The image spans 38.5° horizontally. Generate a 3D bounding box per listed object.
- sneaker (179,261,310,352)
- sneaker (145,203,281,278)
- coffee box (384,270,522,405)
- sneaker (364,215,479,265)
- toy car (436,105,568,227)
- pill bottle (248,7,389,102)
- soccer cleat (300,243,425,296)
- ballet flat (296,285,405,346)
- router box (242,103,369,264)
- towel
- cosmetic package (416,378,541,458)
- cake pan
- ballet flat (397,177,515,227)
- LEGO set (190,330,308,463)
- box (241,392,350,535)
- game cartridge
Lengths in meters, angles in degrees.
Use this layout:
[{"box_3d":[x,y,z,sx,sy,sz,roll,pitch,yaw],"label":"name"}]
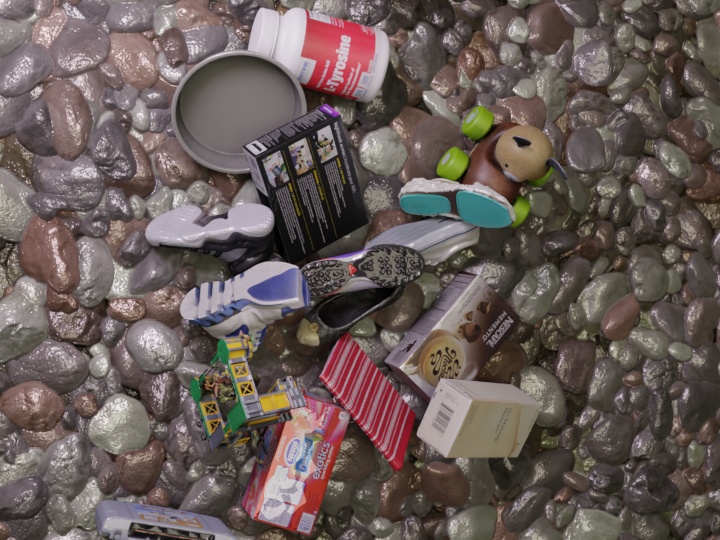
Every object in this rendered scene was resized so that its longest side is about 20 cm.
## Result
[{"box_3d":[-0.157,0.060,1.544,0.197,0.081,0.115,-13,140,19],"label":"sneaker"},{"box_3d":[-0.216,-0.034,1.541,0.198,0.076,0.114,-4,134,10],"label":"sneaker"},{"box_3d":[0.150,0.113,1.669,0.113,0.080,0.200,44,80,-15],"label":"coffee box"},{"box_3d":[0.105,-0.038,1.653,0.198,0.073,0.071,-18,121,-7],"label":"sneaker"},{"box_3d":[0.245,-0.166,1.623,0.164,0.200,0.159,34,82,-16],"label":"toy car"},{"box_3d":[-0.065,-0.330,1.560,0.198,0.112,0.114,11,89,-18],"label":"pill bottle"},{"box_3d":[0.000,0.000,1.598,0.198,0.073,0.069,-11,92,-5],"label":"soccer cleat"},{"box_3d":[-0.017,0.053,1.616,0.199,0.057,0.067,-31,72,-18],"label":"ballet flat"},{"box_3d":[-0.079,-0.126,1.552,0.148,0.051,0.201,-29,128,-17],"label":"router box"},{"box_3d":[0.014,0.202,1.610,0.022,0.145,0.201,-32,106,25],"label":"towel"},{"box_3d":[0.190,0.236,1.637,0.199,0.073,0.104,10,107,-46],"label":"cosmetic package"},{"box_3d":[-0.179,-0.237,1.519,0.198,0.037,0.202,-6,128,-8],"label":"cake pan"},{"box_3d":[0.155,-0.117,1.617,0.198,0.072,0.073,11,89,25],"label":"ballet flat"},{"box_3d":[-0.159,0.179,1.516,0.115,0.201,0.155,-7,56,-33],"label":"LEGO set"},{"box_3d":[-0.100,0.289,1.587,0.099,0.095,0.202,20,86,-18],"label":"box"},{"box_3d":[-0.286,0.376,1.511,0.198,0.133,0.042,14,89,-19],"label":"game cartridge"}]
